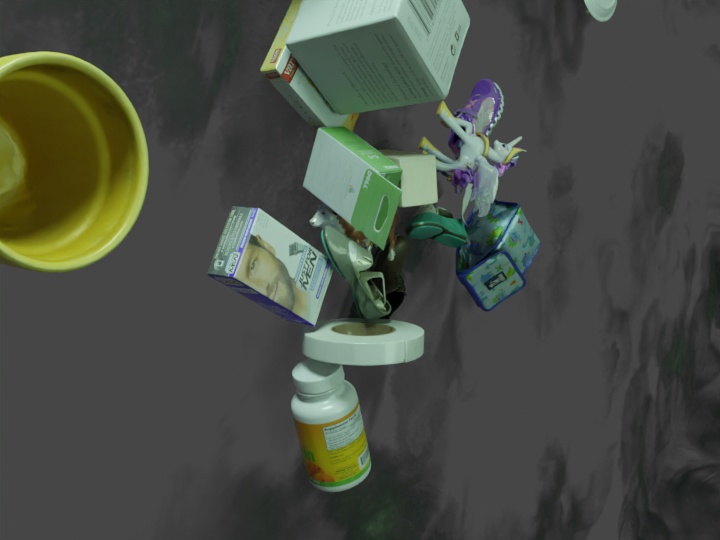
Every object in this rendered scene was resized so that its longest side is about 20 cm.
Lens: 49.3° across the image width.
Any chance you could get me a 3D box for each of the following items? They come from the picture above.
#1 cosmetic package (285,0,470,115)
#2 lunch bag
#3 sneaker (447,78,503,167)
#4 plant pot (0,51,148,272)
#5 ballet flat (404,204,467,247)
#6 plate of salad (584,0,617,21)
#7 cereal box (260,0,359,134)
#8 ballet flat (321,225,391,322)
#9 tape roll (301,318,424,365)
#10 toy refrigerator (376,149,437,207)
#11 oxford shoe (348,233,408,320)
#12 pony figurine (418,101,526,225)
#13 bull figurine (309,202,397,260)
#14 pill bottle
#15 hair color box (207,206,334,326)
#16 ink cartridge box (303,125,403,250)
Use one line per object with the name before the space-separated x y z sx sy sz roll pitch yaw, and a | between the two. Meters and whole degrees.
cosmetic package | 0.029 -0.356 1.170 0.165 0.198 0.166 46 54 -43
lunch bag | 0.287 -0.031 1.692 0.201 0.127 0.170 -58 139 -12
sneaker | 0.230 -0.313 1.612 0.088 0.080 0.202 32 70 -42
plant pot | -0.347 -0.105 0.780 0.200 0.187 0.204 -9 101 -52
ballet flat | 0.143 -0.093 1.544 0.199 0.067 0.071 11 62 -53
plate of salad | 0.632 -0.768 2.101 0.199 0.048 0.203 -1 92 -44
cereal box | -0.064 -0.310 1.247 0.200 0.039 0.145 43 60 -47
ballet flat | 0.000 0.000 1.269 0.068 0.063 0.201 -88 158 -50
tape roll | 0.004 0.112 1.263 0.202 0.201 0.038 -8 101 -52
toy refrigerator | 0.057 -0.155 1.292 0.069 0.200 0.077 -9 103 -20
oxford shoe | 0.055 0.024 1.417 0.073 0.084 0.202 44 59 -44
pony figurine | 0.207 -0.201 1.510 0.198 0.166 0.195 23 86 -12
bull figurine | -0.004 -0.068 1.342 0.199 0.065 0.123 -14 112 -46
pill bottle | -0.052 0.246 1.281 0.111 0.110 0.202 -34 120 -45
hair color box | -0.129 -0.003 1.186 0.200 0.064 0.110 35 68 -48
ink cartridge box | 0.002 -0.130 1.208 0.059 0.200 0.105 -12 132 -43
